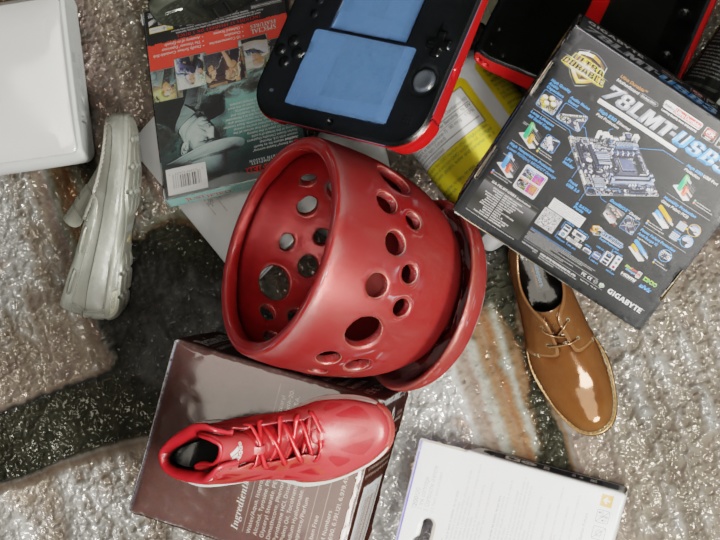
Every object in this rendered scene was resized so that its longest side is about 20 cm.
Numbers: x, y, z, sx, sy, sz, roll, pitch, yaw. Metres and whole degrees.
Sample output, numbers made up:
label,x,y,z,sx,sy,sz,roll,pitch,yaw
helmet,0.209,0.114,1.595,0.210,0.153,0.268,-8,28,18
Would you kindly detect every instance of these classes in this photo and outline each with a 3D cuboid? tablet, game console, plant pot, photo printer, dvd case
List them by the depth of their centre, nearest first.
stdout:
label,x,y,z,sx,sy,sz,roll,pitch,yaw
plant pot,0.000,0.000,1.604,0.182,0.200,0.202,16,93,-29
game console,0.214,-0.227,1.606,0.176,0.031,0.201,23,65,8
game console,0.009,-0.200,1.609,0.199,0.031,0.178,17,84,37
dvd case,-0.127,-0.170,1.719,0.145,0.022,0.201,-13,69,9
tablet,-0.121,-0.097,1.723,0.130,0.014,0.200,-45,69,10
photo printer,-0.366,-0.174,1.763,0.199,0.069,0.168,-7,88,9

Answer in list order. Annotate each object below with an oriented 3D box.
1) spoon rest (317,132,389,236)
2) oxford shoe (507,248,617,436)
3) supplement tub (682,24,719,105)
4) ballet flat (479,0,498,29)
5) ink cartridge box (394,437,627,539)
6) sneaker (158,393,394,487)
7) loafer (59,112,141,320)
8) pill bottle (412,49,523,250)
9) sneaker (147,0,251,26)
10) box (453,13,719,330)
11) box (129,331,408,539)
label,x,y,z,sx,sy,sz,roll,pitch,yaw
spoon rest,-0.014,-0.128,1.714,0.099,0.061,0.201,7,102,25
oxford shoe,0.181,0.060,1.672,0.071,0.071,0.201,-23,88,7
supplement tub,0.354,-0.164,1.610,0.122,0.123,0.201,34,87,8
ballet flat,0.147,-0.208,1.645,0.200,0.068,0.068,48,124,32
ink cartridge box,0.129,0.273,1.692,0.199,0.043,0.199,15,92,7
sneaker,-0.074,0.152,1.521,0.199,0.116,0.079,-14,88,9
loafer,-0.251,-0.053,1.741,0.069,0.070,0.201,8,95,5
pill bottle,0.102,-0.129,1.663,0.114,0.114,0.200,-37,84,7
sneaker,-0.126,-0.313,1.713,0.199,0.076,0.115,-33,72,-3
box,0.213,-0.081,1.546,0.199,0.050,0.199,32,114,-1
box,-0.079,0.163,1.665,0.199,0.166,0.165,16,93,8
